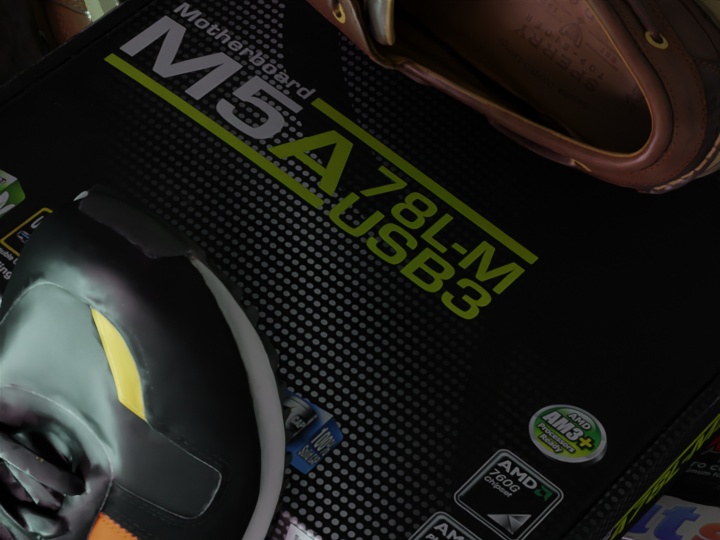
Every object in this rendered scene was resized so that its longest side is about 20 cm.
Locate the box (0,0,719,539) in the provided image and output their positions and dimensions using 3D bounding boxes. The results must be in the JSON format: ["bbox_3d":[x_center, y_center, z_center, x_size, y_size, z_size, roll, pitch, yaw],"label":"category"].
[{"bbox_3d":[0.000,0.000,0.757,0.200,0.193,0.048,37,139,16],"label":"box"}]

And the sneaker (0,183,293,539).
[{"bbox_3d":[-0.074,0.074,0.661,0.070,0.090,0.201,32,137,19],"label":"sneaker"}]

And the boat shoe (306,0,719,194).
[{"bbox_3d":[0.017,-0.091,0.755,0.200,0.068,0.072,36,114,13],"label":"boat shoe"}]

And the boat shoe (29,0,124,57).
[{"bbox_3d":[-0.038,-0.017,0.878,0.068,0.072,0.201,-16,99,51],"label":"boat shoe"}]

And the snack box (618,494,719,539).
[{"bbox_3d":[0.071,0.093,0.780,0.199,0.024,0.072,11,127,36],"label":"snack box"}]

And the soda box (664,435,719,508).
[{"bbox_3d":[0.112,0.077,0.805,0.199,0.071,0.064,7,123,38],"label":"soda box"}]
